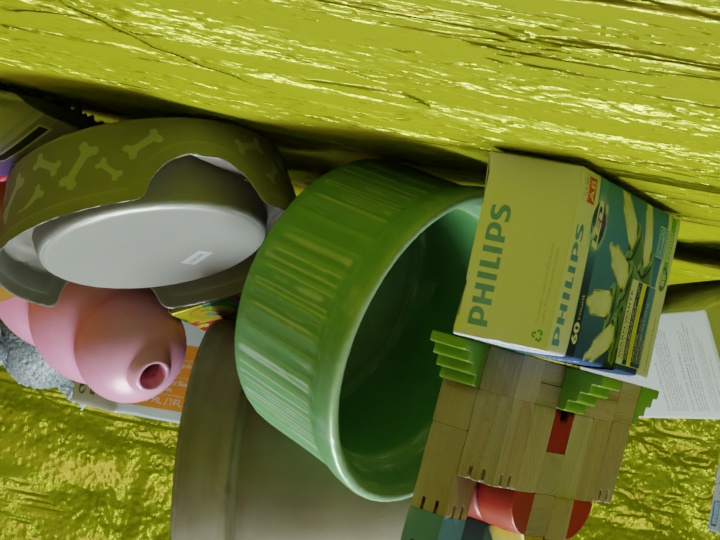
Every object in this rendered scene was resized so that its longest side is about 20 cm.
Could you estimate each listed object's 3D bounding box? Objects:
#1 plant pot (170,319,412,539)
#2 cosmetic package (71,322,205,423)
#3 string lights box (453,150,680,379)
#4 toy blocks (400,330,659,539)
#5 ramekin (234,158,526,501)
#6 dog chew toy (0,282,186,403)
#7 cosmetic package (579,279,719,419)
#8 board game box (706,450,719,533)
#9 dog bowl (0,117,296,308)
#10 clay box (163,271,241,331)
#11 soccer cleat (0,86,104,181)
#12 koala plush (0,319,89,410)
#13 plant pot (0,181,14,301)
[{"bbox_3d":[-0.025,0.140,1.338,0.172,0.202,0.200,5,177,6],"label":"plant pot"},{"bbox_3d":[-0.157,0.019,1.596,0.101,0.202,0.071,12,177,-40],"label":"cosmetic package"},{"bbox_3d":[0.122,0.001,1.135,0.058,0.104,0.200,11,178,24],"label":"string lights box"},{"bbox_3d":[0.096,0.120,1.172,0.099,0.138,0.199,14,179,35],"label":"toy blocks"},{"bbox_3d":[0.015,0.030,1.203,0.097,0.202,0.199,25,-174,35],"label":"ramekin"},{"bbox_3d":[-0.186,0.022,1.392,0.124,0.125,0.200,13,-159,-39],"label":"dog chew toy"},{"bbox_3d":[0.250,0.055,1.443,0.107,0.086,0.200,-17,-178,-21],"label":"cosmetic package"},{"bbox_3d":[0.321,0.105,1.460,0.034,0.202,0.135,10,177,-22],"label":"board game box"},{"bbox_3d":[-0.131,-0.034,1.225,0.198,0.059,0.200,-7,161,-2],"label":"dog bowl"},{"bbox_3d":[-0.100,-0.013,1.419,0.047,0.116,0.200,-16,168,10],"label":"clay box"},{"bbox_3d":[-0.239,-0.080,1.210,0.199,0.074,0.068,13,175,-41],"label":"soccer cleat"},{"bbox_3d":[-0.253,0.011,1.690,0.176,0.202,0.183,19,179,-38],"label":"koala plush"},{"bbox_3d":[-0.304,-0.041,1.291,0.182,0.202,0.200,-6,-174,-31],"label":"plant pot"}]
